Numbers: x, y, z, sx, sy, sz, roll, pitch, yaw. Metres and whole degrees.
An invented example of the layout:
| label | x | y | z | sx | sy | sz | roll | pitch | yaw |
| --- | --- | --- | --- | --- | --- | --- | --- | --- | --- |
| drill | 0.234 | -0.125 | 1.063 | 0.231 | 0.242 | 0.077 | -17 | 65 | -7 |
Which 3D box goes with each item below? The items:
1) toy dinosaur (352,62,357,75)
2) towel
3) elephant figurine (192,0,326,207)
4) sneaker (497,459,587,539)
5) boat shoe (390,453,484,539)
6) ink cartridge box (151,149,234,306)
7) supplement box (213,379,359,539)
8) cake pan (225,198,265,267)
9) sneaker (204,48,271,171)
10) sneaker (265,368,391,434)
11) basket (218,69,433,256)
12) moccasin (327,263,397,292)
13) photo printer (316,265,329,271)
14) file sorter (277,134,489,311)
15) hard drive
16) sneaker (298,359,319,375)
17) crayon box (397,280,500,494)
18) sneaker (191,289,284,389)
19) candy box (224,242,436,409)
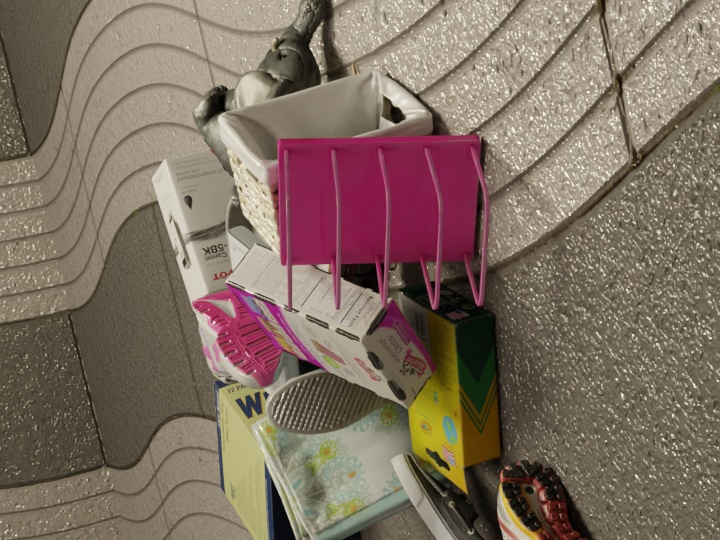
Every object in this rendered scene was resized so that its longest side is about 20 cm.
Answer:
| label | x | y | z | sx | sy | sz | roll | pitch | yaw |
| --- | --- | --- | --- | --- | --- | --- | --- | --- | --- |
| toy dinosaur | -0.027 | -0.125 | 1.580 | 0.106 | 0.200 | 0.060 | 38 | -176 | -32 |
| towel | -0.010 | 0.214 | 1.598 | 0.048 | 0.199 | 0.172 | 84 | 161 | -64 |
| elephant figurine | -0.098 | -0.204 | 1.621 | 0.200 | 0.142 | 0.155 | -30 | 100 | 42 |
| sneaker | 0.192 | 0.289 | 1.350 | 0.082 | 0.078 | 0.200 | 99 | 157 | -50 |
| boat shoe | 0.107 | 0.279 | 1.504 | 0.200 | 0.057 | 0.069 | 55 | 176 | 16 |
| ink cartridge box | -0.187 | -0.064 | 1.902 | 0.083 | 0.146 | 0.201 | -38 | 69 | 63 |
| supplement box | -0.104 | 0.269 | 1.923 | 0.200 | 0.134 | 0.201 | 45 | 143 | 50 |
| cake pan | -0.113 | -0.007 | 1.723 | 0.200 | 0.037 | 0.201 | 46 | 145 | 46 |
| sneaker | -0.144 | -0.196 | 1.763 | 0.076 | 0.115 | 0.200 | 57 | 151 | 36 |
| sneaker | -0.020 | 0.136 | 1.574 | 0.082 | 0.199 | 0.074 | -173 | 71 | -70 |
| basket | -0.034 | -0.114 | 1.460 | 0.136 | 0.199 | 0.124 | 48 | 150 | 49 |
| moccasin | 0.002 | 0.000 | 1.564 | 0.078 | 0.073 | 0.202 | -57 | -20 | -77 |
| photo printer | -0.051 | -0.024 | 1.711 | 0.167 | 0.069 | 0.200 | 61 | 154 | 28 |
| file sorter | 0.022 | -0.040 | 1.327 | 0.126 | 0.199 | 0.139 | -98 | 7 | -58 |
| hard drive | -0.119 | 0.059 | 1.701 | 0.132 | 0.027 | 0.201 | 36 | 137 | 53 |
| sneaker | -0.017 | 0.176 | 1.722 | 0.146 | 0.077 | 0.203 | -156 | 44 | -75 |
| crayon box | 0.097 | 0.125 | 1.484 | 0.127 | 0.051 | 0.201 | 32 | 131 | 58 |
| sneaker | -0.142 | 0.099 | 1.661 | 0.200 | 0.081 | 0.089 | -134 | 33 | -58 |
| candy box | -0.031 | 0.057 | 1.443 | 0.200 | 0.061 | 0.136 | 23 | 158 | 36 |
